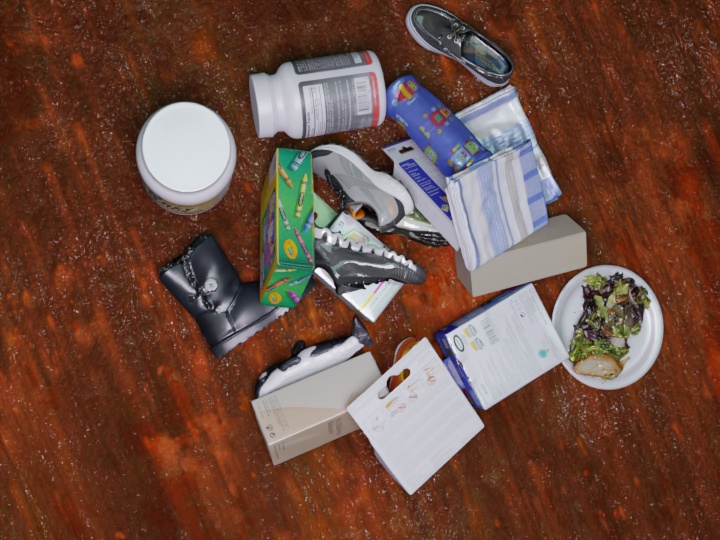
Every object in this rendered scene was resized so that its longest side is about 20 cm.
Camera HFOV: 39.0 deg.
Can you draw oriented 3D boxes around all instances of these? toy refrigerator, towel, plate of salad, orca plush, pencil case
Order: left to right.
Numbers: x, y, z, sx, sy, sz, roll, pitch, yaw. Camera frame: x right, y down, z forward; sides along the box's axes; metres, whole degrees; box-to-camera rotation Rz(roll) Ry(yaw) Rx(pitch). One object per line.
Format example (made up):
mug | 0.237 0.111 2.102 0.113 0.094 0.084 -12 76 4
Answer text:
orca plush | -0.082 0.126 1.558 0.199 0.105 0.072 -39 53 13
pencil case | 0.115 -0.216 1.586 0.078 0.087 0.200 -38 77 -24
towel | 0.212 -0.102 1.543 0.198 0.024 0.150 -28 110 -36
towel | 0.228 -0.181 1.646 0.145 0.024 0.203 -25 92 -10
toy refrigerator | 0.254 -0.022 1.615 0.196 0.076 0.071 -15 118 -11
plate of salad | 0.408 0.092 1.659 0.196 0.048 0.205 1 87 -9

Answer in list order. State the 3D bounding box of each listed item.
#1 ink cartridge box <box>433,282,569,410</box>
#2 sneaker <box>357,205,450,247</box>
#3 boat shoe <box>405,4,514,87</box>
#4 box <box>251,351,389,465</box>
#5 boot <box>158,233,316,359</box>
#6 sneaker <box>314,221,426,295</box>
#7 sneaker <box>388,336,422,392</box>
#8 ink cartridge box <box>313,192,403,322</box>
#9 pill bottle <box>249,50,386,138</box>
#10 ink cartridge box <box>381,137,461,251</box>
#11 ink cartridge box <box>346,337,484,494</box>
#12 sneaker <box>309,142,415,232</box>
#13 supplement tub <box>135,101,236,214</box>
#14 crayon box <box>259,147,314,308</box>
ink cartridge box | 0.209 0.126 1.607 0.198 0.076 0.138 -30 93 -12
sneaker | 0.089 -0.097 1.605 0.196 0.077 0.090 14 74 -12
boat shoe | 0.164 -0.369 1.635 0.198 0.057 0.069 31 82 -7
box | -0.058 0.209 1.537 0.197 0.095 0.079 -22 62 -9
boot | -0.187 0.012 1.542 0.198 0.076 0.170 -34 97 -4
sneaker | 0.000 0.000 1.524 0.197 0.066 0.092 19 87 -4
sneaker | 0.072 0.205 1.578 0.071 0.077 0.205 3 92 -11
ink cartridge box | -0.026 -0.022 1.582 0.199 0.059 0.104 41 81 -6
pill bottle | -0.067 -0.267 1.559 0.196 0.116 0.118 -10 89 -10
ink cartridge box | 0.118 -0.122 1.584 0.094 0.037 0.201 -24 69 -47
ink cartridge box | 0.077 0.215 1.524 0.162 0.050 0.201 -40 117 -10
sneaker | -0.013 -0.127 1.545 0.199 0.074 0.079 33 68 28
supplement tub | -0.253 -0.163 1.477 0.141 0.200 0.148 1 87 -9
crayon box | -0.110 -0.063 1.499 0.057 0.119 0.203 6 59 -16
